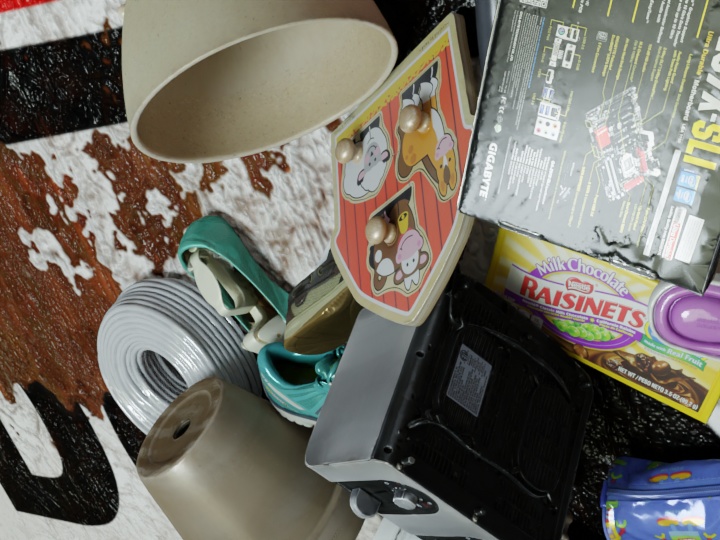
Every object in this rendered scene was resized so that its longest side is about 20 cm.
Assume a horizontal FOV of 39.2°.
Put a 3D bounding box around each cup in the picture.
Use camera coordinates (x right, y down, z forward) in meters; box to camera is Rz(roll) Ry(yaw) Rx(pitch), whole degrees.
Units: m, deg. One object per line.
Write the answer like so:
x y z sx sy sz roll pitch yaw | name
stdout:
-0.088 -0.187 0.729 0.200 0.199 0.145 -33 72 46 | cup

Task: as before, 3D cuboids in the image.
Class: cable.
-0.200 0.104 1.093 0.198 0.069 0.202 9 125 33 | cable

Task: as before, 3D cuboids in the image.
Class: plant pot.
-0.115 0.203 0.977 0.199 0.201 0.174 -19 125 44 | plant pot

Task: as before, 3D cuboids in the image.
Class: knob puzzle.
0.023 -0.057 0.731 0.219 0.030 0.222 -25 60 54 | knob puzzle

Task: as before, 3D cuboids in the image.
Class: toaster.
0.074 0.110 0.766 0.180 0.201 0.118 37 145 -24 | toaster

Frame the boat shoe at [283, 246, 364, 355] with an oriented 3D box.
0.000 0.000 0.836 0.199 0.073 0.065 -36 57 32 | boat shoe

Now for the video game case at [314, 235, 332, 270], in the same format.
0.046 0.044 0.897 0.199 0.018 0.144 38 136 8 | video game case

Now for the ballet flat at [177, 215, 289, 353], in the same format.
-0.104 0.038 0.970 0.200 0.070 0.067 48 134 -3 | ballet flat

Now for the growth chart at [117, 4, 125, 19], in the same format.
-0.156 -0.278 0.816 0.144 0.018 0.202 26 133 21 | growth chart

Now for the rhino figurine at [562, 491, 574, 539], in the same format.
0.096 0.185 0.900 0.198 0.088 0.060 2 132 28 | rhino figurine

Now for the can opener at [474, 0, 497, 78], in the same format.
0.102 -0.131 0.691 0.078 0.063 0.202 11 127 32 | can opener

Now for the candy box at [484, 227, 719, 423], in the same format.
0.189 0.031 0.770 0.199 0.026 0.103 26 130 20 | candy box

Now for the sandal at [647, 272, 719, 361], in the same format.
0.290 0.047 0.664 0.200 0.050 0.083 3 116 24 | sandal

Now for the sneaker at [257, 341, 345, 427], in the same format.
-0.009 0.109 0.903 0.198 0.078 0.080 7 141 27 | sneaker

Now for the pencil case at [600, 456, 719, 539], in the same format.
0.277 0.174 0.768 0.199 0.079 0.087 -16 139 43 | pencil case

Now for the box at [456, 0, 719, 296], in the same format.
0.150 -0.106 0.576 0.158 0.049 0.202 19 115 22 | box

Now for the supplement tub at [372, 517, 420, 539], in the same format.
0.115 0.293 0.934 0.198 0.145 0.146 22 132 23 | supplement tub
